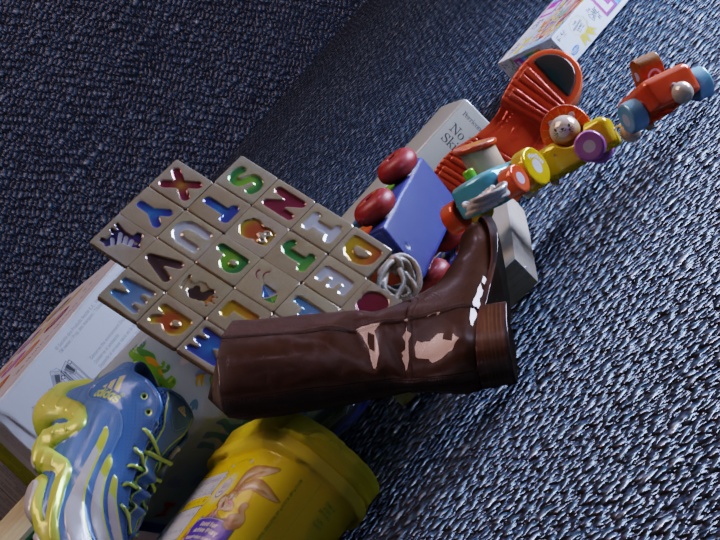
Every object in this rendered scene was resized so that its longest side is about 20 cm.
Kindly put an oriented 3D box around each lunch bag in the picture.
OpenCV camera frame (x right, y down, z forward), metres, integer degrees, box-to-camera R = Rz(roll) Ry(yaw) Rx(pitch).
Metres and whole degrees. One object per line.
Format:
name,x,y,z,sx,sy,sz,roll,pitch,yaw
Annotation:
lunch bag,-0.087,0.105,1.422,0.170,0.128,0.200,-43,-28,16

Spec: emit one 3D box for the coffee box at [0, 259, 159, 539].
coffee box,-0.202,0.134,1.602,0.200,0.200,0.198,-51,11,-31

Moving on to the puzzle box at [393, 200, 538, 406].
puzzle box,0.072,0.016,1.449,0.133,0.025,0.200,-44,10,13

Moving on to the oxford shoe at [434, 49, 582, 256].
oxford shoe,0.117,-0.084,1.602,0.200,0.071,0.073,-50,-18,-5

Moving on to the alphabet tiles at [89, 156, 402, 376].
alphabet tiles,-0.076,0.003,1.339,0.166,0.199,0.006,-47,-18,-36

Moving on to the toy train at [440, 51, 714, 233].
toy train,0.140,-0.096,1.373,0.199,0.056,0.150,-27,-5,-14

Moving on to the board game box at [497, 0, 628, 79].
board game box,0.229,-0.270,1.907,0.200,0.034,0.134,-49,10,-16

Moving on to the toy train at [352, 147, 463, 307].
toy train,0.000,0.000,1.454,0.115,0.085,0.200,-32,16,29

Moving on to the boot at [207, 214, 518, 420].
boot,-0.002,0.030,1.274,0.199,0.065,0.187,-10,25,7

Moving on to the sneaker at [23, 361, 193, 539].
sneaker,-0.159,0.125,1.270,0.105,0.076,0.200,-33,38,10

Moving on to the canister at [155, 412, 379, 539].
canister,-0.092,0.196,1.240,0.200,0.087,0.148,-52,12,-25

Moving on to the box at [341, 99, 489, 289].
box,0.042,-0.045,1.661,0.200,0.082,0.068,-49,10,-12

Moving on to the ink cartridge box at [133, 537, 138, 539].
ink cartridge box,-0.222,0.264,1.374,0.145,0.087,0.200,-51,-3,-30

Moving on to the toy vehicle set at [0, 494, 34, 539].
toy vehicle set,-0.283,0.274,1.479,0.026,0.125,0.200,20,54,31
